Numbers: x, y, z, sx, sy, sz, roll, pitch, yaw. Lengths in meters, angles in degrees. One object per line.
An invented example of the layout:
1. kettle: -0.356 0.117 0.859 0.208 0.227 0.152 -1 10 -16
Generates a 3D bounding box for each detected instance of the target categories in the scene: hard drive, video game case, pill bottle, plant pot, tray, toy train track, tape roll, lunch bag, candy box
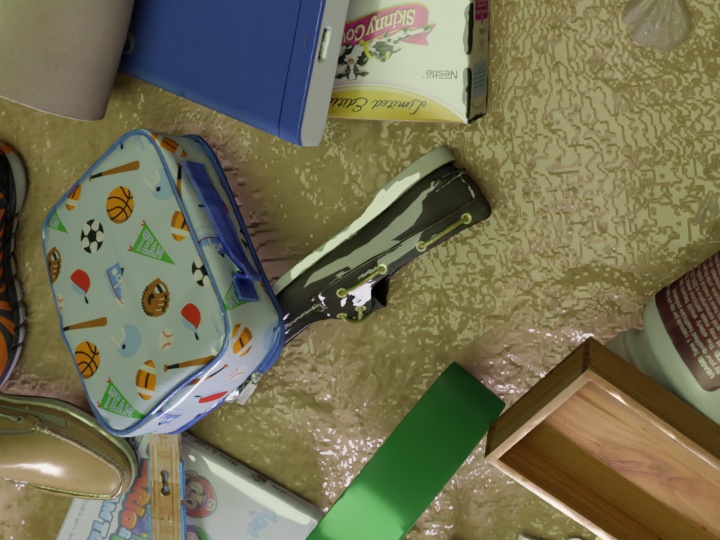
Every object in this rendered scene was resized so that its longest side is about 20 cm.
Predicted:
1. hard drive: -0.088 -0.174 1.077 0.200 0.025 0.132 25 110 41
2. video game case: -0.144 0.224 1.230 0.182 0.024 0.200 28 108 9
3. pill bottle: 0.252 0.039 1.020 0.200 0.114 0.114 -36 89 20
4. plant pot: -0.219 -0.231 1.081 0.187 0.187 0.200 28 100 10
5. tray: 0.186 0.131 0.998 0.200 0.037 0.099 35 125 -14
6. toy train track: -0.137 0.192 1.190 0.114 0.033 0.201 4 104 15
7. tape roll: 0.017 0.152 1.071 0.048 0.200 0.201 38 110 5
8. lunch bag: -0.135 0.010 1.116 0.160 0.075 0.200 -39 65 29
9. candy box: 0.016 -0.201 1.070 0.136 0.061 0.201 4 103 17

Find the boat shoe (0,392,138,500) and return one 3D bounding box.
1. boat shoe: -0.263 0.128 1.177 0.199 0.076 0.072 18 110 0

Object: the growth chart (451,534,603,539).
1. growth chart: 0.144 0.255 1.152 0.199 0.018 0.145 7 103 15

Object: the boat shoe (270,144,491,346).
1. boat shoe: 0.000 0.000 1.112 0.201 0.072 0.061 -41 84 18

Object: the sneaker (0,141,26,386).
1. sneaker: -0.303 0.006 1.185 0.077 0.112 0.201 7 104 16
